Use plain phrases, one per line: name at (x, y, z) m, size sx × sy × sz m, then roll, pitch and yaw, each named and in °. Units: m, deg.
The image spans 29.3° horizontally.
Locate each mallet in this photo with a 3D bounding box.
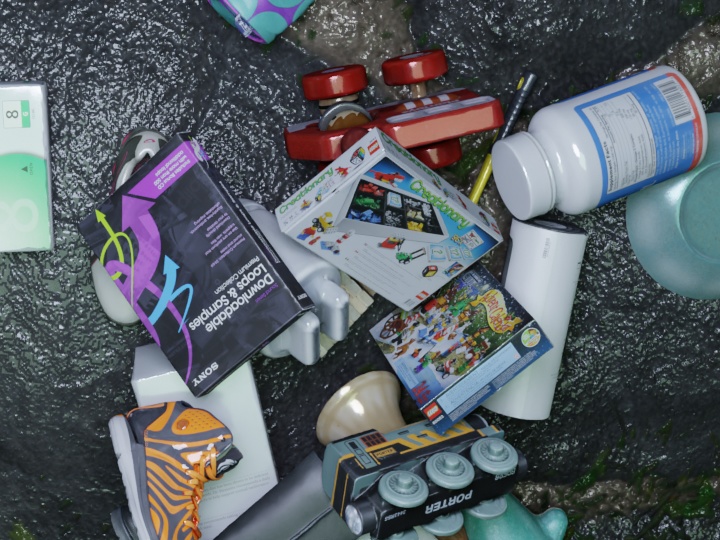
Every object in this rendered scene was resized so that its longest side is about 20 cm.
mallet at (0.135, -0.108, 1.400) m, size 0.041 × 0.066 × 0.202 m, roll 25°, pitch 96°, yaw -15°

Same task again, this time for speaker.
speaker at (0.178, 0.050, 1.430) m, size 0.080 × 0.081 × 0.203 m, roll 8°, pitch 101°, yaw -10°

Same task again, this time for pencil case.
pencil case at (-0.059, -0.311, 1.321) m, size 0.200 × 0.085 × 0.092 m, roll -47°, pitch 132°, yaw 2°

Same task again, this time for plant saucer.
plant saucer at (0.381, -0.064, 1.458) m, size 0.198 × 0.039 × 0.204 m, roll -1°, pitch 101°, yaw -7°

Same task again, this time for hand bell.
hand bell at (0.049, 0.203, 1.371) m, size 0.103 × 0.200 × 0.105 m, roll -23°, pitch 139°, yaw -22°

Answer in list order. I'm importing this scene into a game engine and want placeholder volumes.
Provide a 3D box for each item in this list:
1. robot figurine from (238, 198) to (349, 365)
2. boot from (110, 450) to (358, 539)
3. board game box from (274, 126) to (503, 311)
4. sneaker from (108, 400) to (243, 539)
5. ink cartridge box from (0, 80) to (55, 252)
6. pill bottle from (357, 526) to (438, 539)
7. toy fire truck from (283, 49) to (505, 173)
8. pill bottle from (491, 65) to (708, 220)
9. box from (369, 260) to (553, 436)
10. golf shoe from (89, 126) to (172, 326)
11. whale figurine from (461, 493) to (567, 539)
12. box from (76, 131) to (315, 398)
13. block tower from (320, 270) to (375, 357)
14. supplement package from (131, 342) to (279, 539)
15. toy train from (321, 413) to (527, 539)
robot figurine at (-0.099, 0.006, 1.341) m, size 0.169 × 0.199 × 0.114 m, roll -35°, pitch 148°, yaw -31°
boot at (-0.113, 0.240, 1.314) m, size 0.199 × 0.066 × 0.166 m, roll -35°, pitch 104°, yaw 1°
board game box at (0.030, -0.042, 1.297) m, size 0.126 × 0.035 × 0.199 m, roll -37°, pitch 138°, yaw 19°
sneaker at (-0.154, 0.201, 1.251) m, size 0.111 × 0.078 × 0.202 m, roll -16°, pitch 61°, yaw -9°
ink cartridge box at (-0.400, -0.099, 1.335) m, size 0.197 × 0.050 × 0.163 m, roll -3°, pitch 102°, yaw -10°
pill bottle at (0.028, 0.294, 1.396) m, size 0.118 × 0.200 × 0.121 m, roll -1°, pitch 101°, yaw -7°
toy fire truck at (0.026, -0.141, 1.325) m, size 0.197 × 0.168 × 0.114 m, roll -12°, pitch 103°, yaw -6°
pill bottle at (0.234, -0.122, 1.371) m, size 0.198 × 0.112 × 0.114 m, roll -20°, pitch 104°, yaw -14°
box at (0.094, 0.067, 1.359) m, size 0.136 × 0.200 × 0.038 m, roll -39°, pitch 114°, yaw 1°
golf shoe at (-0.226, -0.039, 1.351) m, size 0.076 × 0.088 × 0.203 m, roll 8°, pitch 101°, yaw -7°
whale figurine at (0.150, 0.294, 1.463) m, size 0.157 × 0.104 × 0.202 m, roll -18°, pitch 103°, yaw -4°
box at (-0.153, -0.004, 1.269) m, size 0.143 × 0.036 × 0.201 m, roll -39°, pitch 85°, yaw 19°
block tower at (0.000, 0.000, 1.409) m, size 0.054 × 0.058 × 0.200 m, roll 42°, pitch 95°, yaw -14°
supplement package at (-0.150, 0.172, 1.389) m, size 0.115 × 0.117 × 0.202 m, roll -13°, pitch 104°, yaw -4°
toy train at (0.059, 0.189, 1.290) m, size 0.198 × 0.114 × 0.086 m, roll -14°, pitch 129°, yaw -31°
